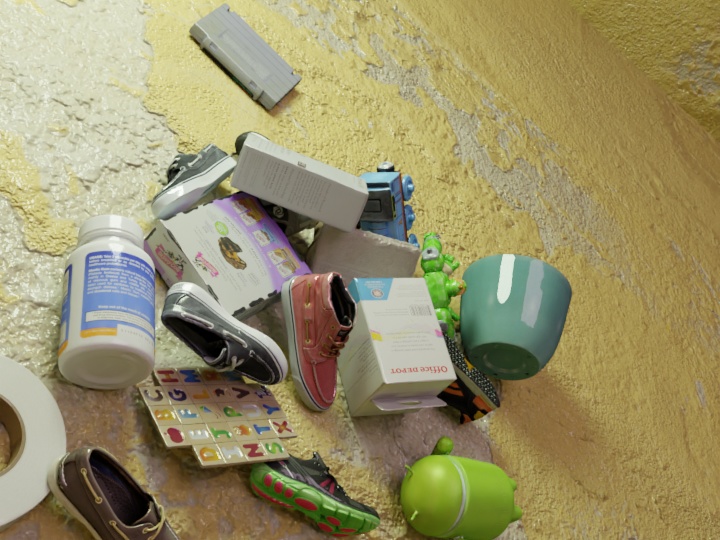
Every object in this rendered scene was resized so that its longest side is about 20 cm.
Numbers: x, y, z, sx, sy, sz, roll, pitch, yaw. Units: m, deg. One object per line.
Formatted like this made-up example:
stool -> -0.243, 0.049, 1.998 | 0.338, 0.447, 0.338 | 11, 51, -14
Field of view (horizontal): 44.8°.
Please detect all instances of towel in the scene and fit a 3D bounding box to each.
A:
towel -> 0.000, 0.000, 1.408 | 0.199, 0.133, 0.034 | 16, 11, -35

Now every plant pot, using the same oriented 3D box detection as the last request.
plant pot -> 0.265, 0.095, 1.548 | 0.200, 0.200, 0.161 | 33, 53, -22

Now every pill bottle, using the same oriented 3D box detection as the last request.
pill bottle -> -0.309, 0.034, 1.077 | 0.112, 0.112, 0.201 | 19, 48, -34

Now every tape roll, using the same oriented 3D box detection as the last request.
tape roll -> -0.411, 0.178, 0.917 | 0.202, 0.037, 0.203 | 27, 43, -28

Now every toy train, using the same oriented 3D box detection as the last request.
toy train -> 0.043, -0.080, 1.483 | 0.114, 0.086, 0.201 | -43, 132, -58

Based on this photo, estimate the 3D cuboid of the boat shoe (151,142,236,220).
boat shoe -> -0.259, -0.140, 1.305 | 0.068, 0.072, 0.200 | 46, 38, -3

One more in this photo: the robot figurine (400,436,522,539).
robot figurine -> 0.144, 0.334, 1.281 | 0.199, 0.116, 0.176 | 17, 53, -35

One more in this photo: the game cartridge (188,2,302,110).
game cartridge -> -0.209, -0.390, 1.596 | 0.200, 0.038, 0.130 | 44, 42, -9

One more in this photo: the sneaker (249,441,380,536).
sneaker -> -0.050, 0.288, 1.157 | 0.200, 0.077, 0.084 | 35, 44, -21

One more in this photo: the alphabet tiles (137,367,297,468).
alphabet tiles -> -0.180, 0.183, 1.123 | 0.199, 0.006, 0.167 | 5, 37, -43

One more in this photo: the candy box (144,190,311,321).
candy box -> -0.191, -0.014, 1.269 | 0.168, 0.071, 0.200 | 55, 37, 5

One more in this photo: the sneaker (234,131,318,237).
sneaker -> -0.161, -0.134, 1.401 | 0.200, 0.075, 0.115 | 48, 49, 11

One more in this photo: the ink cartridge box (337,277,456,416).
ink cartridge box -> 0.045, 0.127, 1.328 | 0.128, 0.125, 0.201 | 1, 59, -28

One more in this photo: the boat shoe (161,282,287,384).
boat shoe -> -0.177, 0.100, 1.140 | 0.200, 0.072, 0.068 | 45, 32, -28

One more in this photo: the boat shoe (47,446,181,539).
boat shoe -> -0.252, 0.270, 0.957 | 0.200, 0.059, 0.072 | 53, 31, -18

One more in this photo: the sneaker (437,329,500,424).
sneaker -> 0.136, 0.174, 1.425 | 0.200, 0.090, 0.070 | 45, 20, -15

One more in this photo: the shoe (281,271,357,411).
shoe -> -0.050, 0.102, 1.248 | 0.071, 0.091, 0.201 | -13, 92, -54

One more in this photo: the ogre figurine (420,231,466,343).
ogre figurine -> 0.131, 0.037, 1.492 | 0.098, 0.201, 0.120 | 12, 1, 9

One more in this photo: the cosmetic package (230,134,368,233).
cosmetic package -> -0.091, -0.133, 1.325 | 0.199, 0.074, 0.102 | 19, 16, -9

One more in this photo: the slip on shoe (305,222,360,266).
slip on shoe -> -0.053, -0.066, 1.462 | 0.060, 0.076, 0.200 | 22, 41, 14
